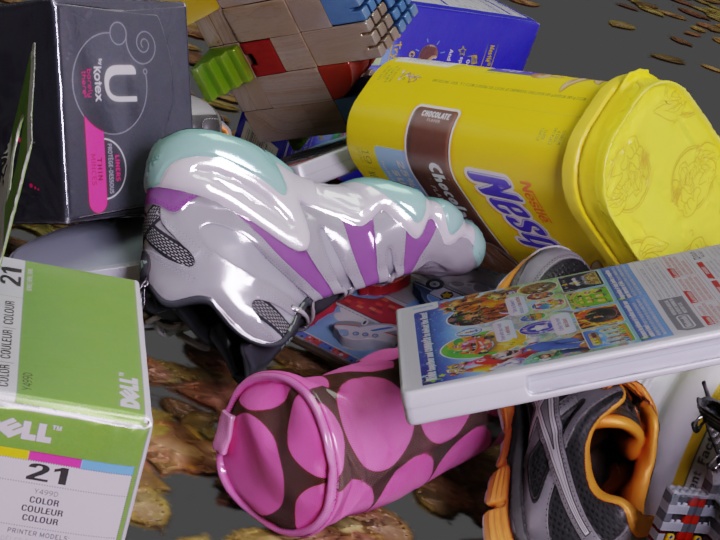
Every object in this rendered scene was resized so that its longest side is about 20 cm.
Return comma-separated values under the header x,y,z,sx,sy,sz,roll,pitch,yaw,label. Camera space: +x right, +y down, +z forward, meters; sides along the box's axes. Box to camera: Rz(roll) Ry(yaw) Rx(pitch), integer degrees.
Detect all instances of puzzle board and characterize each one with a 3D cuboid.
x,y,z,sx,sy,sz,roll,pitch,yaw,label
0.000,0.000,1.097,0.200,0.017,0.151,25,43,33,puzzle board

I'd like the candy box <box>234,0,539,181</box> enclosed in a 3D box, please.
x,y,z,sx,sy,sz,roll,pitch,yaw,label
0.017,-0.134,1.350,0.200,0.169,0.077,2,27,-37,candy box

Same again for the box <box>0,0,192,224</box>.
x,y,z,sx,sy,sz,roll,pitch,yaw,label
-0.203,-0.089,1.022,0.200,0.122,0.106,0,6,38,box

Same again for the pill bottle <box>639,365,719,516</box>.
x,y,z,sx,sy,sz,roll,pitch,yaw,label
0.220,0.106,0.931,0.200,0.113,0.112,25,21,24,pill bottle

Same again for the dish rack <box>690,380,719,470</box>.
x,y,z,sx,sy,sz,roll,pitch,yaw,label
0.215,0.094,0.762,0.153,0.055,0.200,33,-4,21,dish rack

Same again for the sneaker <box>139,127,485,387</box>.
x,y,z,sx,sy,sz,roll,pitch,yaw,label
-0.032,0.015,0.959,0.200,0.140,0.078,14,-12,-20,sneaker

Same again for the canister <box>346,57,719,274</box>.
x,y,z,sx,sy,sz,roll,pitch,yaw,label
0.103,-0.050,0.994,0.200,0.087,0.149,14,-26,47,canister

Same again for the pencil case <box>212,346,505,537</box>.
x,y,z,sx,sy,sz,roll,pitch,yaw,label
0.011,0.070,0.902,0.094,0.091,0.200,30,25,28,pencil case

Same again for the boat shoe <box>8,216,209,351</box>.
x,y,z,sx,sy,sz,roll,pitch,yaw,label
-0.102,0.006,1.010,0.199,0.068,0.074,-11,26,-31,boat shoe

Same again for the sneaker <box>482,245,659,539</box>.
x,y,z,sx,sy,sz,roll,pitch,yaw,label
0.110,0.069,0.873,0.078,0.077,0.200,31,45,-34,sneaker

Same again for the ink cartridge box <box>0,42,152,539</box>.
x,y,z,sx,sy,sz,roll,pitch,yaw,label
-0.124,0.026,0.738,0.076,0.200,0.148,12,20,-13,ink cartridge box

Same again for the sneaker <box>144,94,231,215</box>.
x,y,z,sx,sy,sz,roll,pitch,yaw,label
-0.122,-0.076,1.149,0.079,0.074,0.200,-5,0,-4,sneaker

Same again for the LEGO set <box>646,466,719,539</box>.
x,y,z,sx,sy,sz,roll,pitch,yaw,label
0.197,0.164,0.741,0.154,0.116,0.200,11,20,-16,LEGO set

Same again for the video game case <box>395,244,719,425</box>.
x,y,z,sx,sy,sz,roll,pitch,yaw,label
0.116,0.023,0.810,0.200,0.018,0.143,-11,13,3,video game case

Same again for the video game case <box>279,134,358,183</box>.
x,y,z,sx,sy,sz,roll,pitch,yaw,label
-0.014,-0.074,1.143,0.200,0.017,0.143,-24,8,-42,video game case

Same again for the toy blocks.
x,y,z,sx,sy,sz,roll,pitch,yaw,label
-0.031,-0.161,1.108,0.137,0.200,0.100,-3,37,36,toy blocks
